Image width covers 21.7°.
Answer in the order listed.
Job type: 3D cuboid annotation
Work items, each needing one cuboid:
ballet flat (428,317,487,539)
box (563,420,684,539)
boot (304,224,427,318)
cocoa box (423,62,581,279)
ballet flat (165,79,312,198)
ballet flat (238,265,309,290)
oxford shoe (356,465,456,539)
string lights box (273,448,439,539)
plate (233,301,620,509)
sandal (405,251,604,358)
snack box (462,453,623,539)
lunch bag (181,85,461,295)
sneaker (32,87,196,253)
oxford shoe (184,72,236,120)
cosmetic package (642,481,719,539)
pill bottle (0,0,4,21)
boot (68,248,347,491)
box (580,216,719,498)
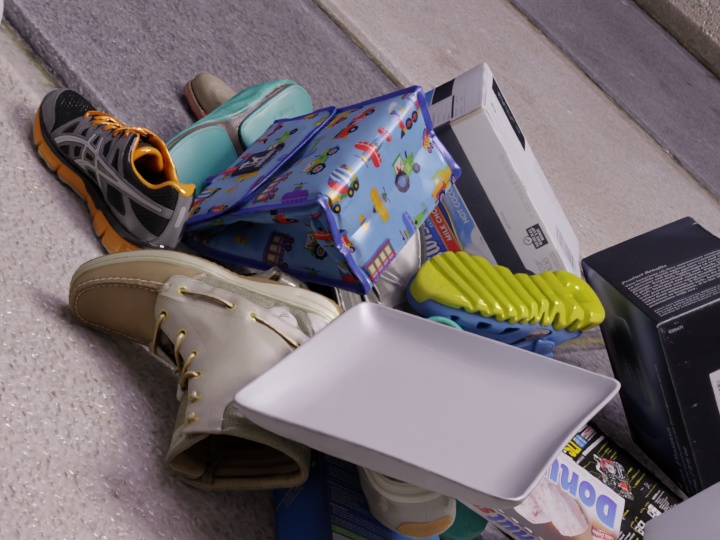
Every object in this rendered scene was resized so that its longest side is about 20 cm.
[{"bbox_3d":[0.060,0.111,1.421,0.067,0.071,0.201,-2,43,-3],"label":"ballet flat"},{"bbox_3d":[0.197,0.202,1.539,0.159,0.049,0.200,39,22,10],"label":"box"},{"bbox_3d":[0.000,0.000,1.525,0.130,0.067,0.201,4,69,-58],"label":"boot"},{"bbox_3d":[0.100,-0.059,1.704,0.201,0.131,0.134,61,15,-18],"label":"cocoa box"},{"bbox_3d":[-0.124,-0.105,1.619,0.200,0.070,0.068,-37,111,-41],"label":"ballet flat"},{"bbox_3d":[-0.065,0.044,1.420,0.068,0.069,0.200,28,23,-21],"label":"ballet flat"},{"bbox_3d":[0.023,0.119,1.272,0.075,0.058,0.200,-12,25,-5],"label":"oxford shoe"},{"bbox_3d":[-0.001,0.181,1.258,0.102,0.059,0.200,30,23,-20],"label":"string lights box"},{"bbox_3d":[0.045,0.090,1.216,0.198,0.033,0.200,18,25,20],"label":"plate"},{"bbox_3d":[0.115,0.042,1.568,0.199,0.087,0.080,13,34,-37],"label":"sandal"},{"bbox_3d":[0.121,0.158,1.370,0.200,0.024,0.072,37,55,-34],"label":"snack box"},{"bbox_3d":[-0.047,-0.065,1.503,0.151,0.199,0.094,-51,127,-35],"label":"lunch bag"},{"bbox_3d":[-0.189,-0.085,1.478,0.078,0.077,0.200,7,35,-49],"label":"sneaker"},{"bbox_3d":[-0.084,-0.136,1.732,0.200,0.074,0.071,40,20,28],"label":"oxford shoe"},{"bbox_3d":[0.302,0.279,1.373,0.201,0.123,0.199,56,20,-9],"label":"cosmetic package"},{"bbox_3d":[-0.344,-0.254,1.527,0.112,0.112,0.200,28,23,-23],"label":"pill bottle"},{"bbox_3d":[-0.117,0.069,1.274,0.198,0.072,0.155,12,45,2],"label":"boot"},{"bbox_3d":[0.301,0.085,1.662,0.198,0.122,0.201,-126,-163,-70],"label":"box"}]
